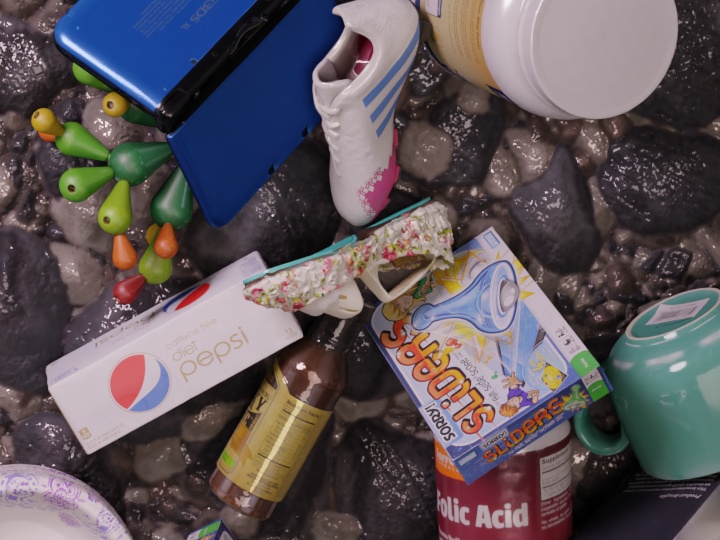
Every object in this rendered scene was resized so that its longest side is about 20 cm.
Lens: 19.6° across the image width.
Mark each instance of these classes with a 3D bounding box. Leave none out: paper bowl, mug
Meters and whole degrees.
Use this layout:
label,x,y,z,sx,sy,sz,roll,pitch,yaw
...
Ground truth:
label,x,y,z,sx,sy,sz,roll,pitch,yaw
paper bowl,-0.275,0.255,1.671,0.200,0.104,0.201,0,92,-12
mug,0.265,0.091,1.713,0.185,0.152,0.115,-26,104,-3

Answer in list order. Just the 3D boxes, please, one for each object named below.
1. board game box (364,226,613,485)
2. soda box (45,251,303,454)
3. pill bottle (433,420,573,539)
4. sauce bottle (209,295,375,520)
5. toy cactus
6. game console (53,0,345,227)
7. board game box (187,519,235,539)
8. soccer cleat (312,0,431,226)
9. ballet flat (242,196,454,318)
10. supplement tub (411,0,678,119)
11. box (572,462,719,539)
label,x,y,z,sx,sy,sz,roll,pitch,yaw
board game box,0.095,0.064,1.653,0.135,0.200,0.034,-34,131,-1
soda box,-0.151,0.066,1.678,0.200,0.064,0.068,-29,107,-2
pill bottle,0.118,0.171,1.726,0.114,0.114,0.200,-6,105,-9
sauce bottle,-0.053,0.105,1.704,0.065,0.065,0.200,28,98,-16
toy cactus,-0.163,-0.088,1.635,0.165,0.102,0.200,-25,105,-23
game console,-0.114,-0.167,1.604,0.171,0.118,0.200,35,61,10
board game box,-0.087,0.321,1.710,0.034,0.135,0.200,-27,108,21
soccer cleat,-0.009,-0.125,1.630,0.086,0.070,0.200,-9,125,-35
ballet flat,0.000,0.000,1.646,0.200,0.076,0.064,-24,89,-31
supplement tub,0.138,-0.195,1.581,0.144,0.200,0.145,-7,109,-21
box,0.290,0.264,1.731,0.198,0.123,0.200,-42,111,-35
